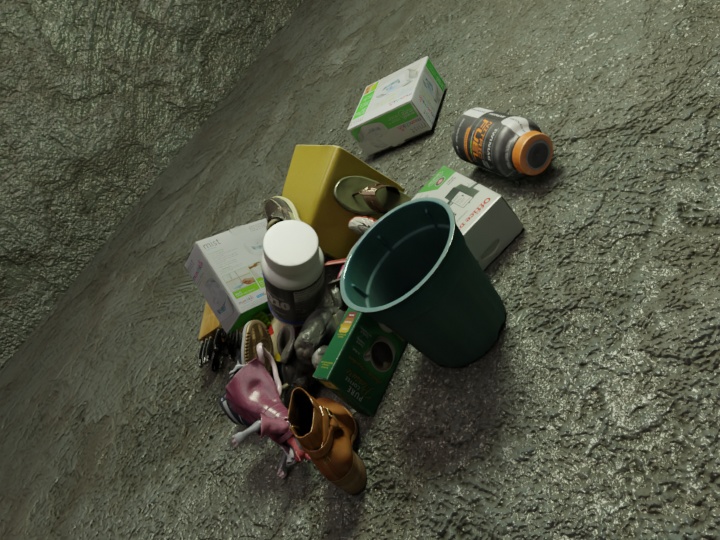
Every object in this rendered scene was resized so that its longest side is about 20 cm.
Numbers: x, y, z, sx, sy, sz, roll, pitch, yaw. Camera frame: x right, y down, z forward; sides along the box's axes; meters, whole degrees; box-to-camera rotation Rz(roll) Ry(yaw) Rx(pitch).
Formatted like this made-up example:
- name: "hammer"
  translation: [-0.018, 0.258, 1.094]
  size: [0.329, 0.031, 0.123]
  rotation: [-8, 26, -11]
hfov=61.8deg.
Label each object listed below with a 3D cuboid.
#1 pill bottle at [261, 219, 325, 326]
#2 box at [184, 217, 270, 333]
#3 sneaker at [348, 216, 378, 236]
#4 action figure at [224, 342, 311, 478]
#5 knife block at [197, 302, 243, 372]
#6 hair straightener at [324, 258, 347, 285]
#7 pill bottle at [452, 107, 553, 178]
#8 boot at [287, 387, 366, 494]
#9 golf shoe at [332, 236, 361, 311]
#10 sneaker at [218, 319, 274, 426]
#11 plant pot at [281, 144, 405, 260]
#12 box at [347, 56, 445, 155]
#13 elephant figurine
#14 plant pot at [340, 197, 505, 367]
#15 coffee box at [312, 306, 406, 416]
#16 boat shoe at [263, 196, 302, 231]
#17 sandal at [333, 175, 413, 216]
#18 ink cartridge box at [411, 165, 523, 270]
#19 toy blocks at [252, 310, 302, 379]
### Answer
- name: "pill bottle"
  translation: [-0.120, 0.007, 1.088]
  size: [0.112, 0.201, 0.115]
  rotation: [1, 57, -1]
- name: "box"
  translation: [-0.230, 0.003, 1.255]
  size: [0.199, 0.177, 0.097]
  rotation: [-26, -14, -43]
- name: "sneaker"
  translation: [0.053, -0.022, 1.049]
  size: [0.082, 0.200, 0.078]
  rotation: [-51, -12, 4]
- name: "action figure"
  translation: [-0.137, 0.245, 0.997]
  size: [0.199, 0.134, 0.149]
  rotation: [32, 75, 34]
- name: "knife block"
  translation: [-0.343, 0.149, 1.424]
  size: [0.199, 0.064, 0.177]
  rotation: [8, 60, 53]
- name: "hair straightener"
  translation: [0.034, 0.007, 1.110]
  size: [0.197, 0.078, 0.041]
  rotation: [-9, 3, 0]
- name: "pill bottle"
  translation: [0.259, -0.230, 1.093]
  size: [0.106, 0.106, 0.200]
  rotation: [-47, 32, -1]
- name: "boot"
  translation: [-0.067, 0.230, 0.915]
  size: [0.076, 0.156, 0.201]
  rotation: [-32, 34, 6]
- name: "golf shoe"
  translation: [0.000, 0.000, 1.193]
  size: [0.201, 0.072, 0.092]
  rotation: [-61, 10, -24]
- name: "sneaker"
  translation: [-0.219, 0.199, 1.143]
  size: [0.108, 0.070, 0.203]
  rotation: [-12, 82, 42]
- name: "plant pot"
  translation: [-0.061, -0.134, 1.300]
  size: [0.193, 0.194, 0.202]
  rotation: [18, 84, 55]
- name: "box"
  translation: [0.090, -0.399, 1.478]
  size: [0.198, 0.097, 0.178]
  rotation: [-13, 43, 40]
- name: "elephant figurine"
  translation: [-0.098, 0.156, 1.081]
  size: [0.155, 0.142, 0.200]
  rotation: [-36, 1, -44]
- name: "plant pot"
  translation: [0.106, 0.031, 0.898]
  size: [0.199, 0.196, 0.202]
  rotation: [-30, 36, 25]
- name: "coffee box"
  translation: [0.014, 0.118, 0.983]
  size: [0.044, 0.123, 0.201]
  rotation: [0, 55, 48]
- name: "boat shoe"
  translation: [-0.159, -0.093, 1.225]
  size: [0.200, 0.064, 0.074]
  rotation: [46, 129, 44]
- name: "sandal"
  translation: [0.046, -0.142, 1.177]
  size: [0.057, 0.198, 0.081]
  rotation: [107, 179, -70]
- name: "ink cartridge box"
  translation: [0.167, -0.084, 1.061]
  size: [0.147, 0.083, 0.200]
  rotation: [-46, 32, 1]
- name: "toy blocks"
  translation: [-0.151, 0.147, 1.191]
  size: [0.199, 0.100, 0.137]
  rotation: [-39, 44, 13]
